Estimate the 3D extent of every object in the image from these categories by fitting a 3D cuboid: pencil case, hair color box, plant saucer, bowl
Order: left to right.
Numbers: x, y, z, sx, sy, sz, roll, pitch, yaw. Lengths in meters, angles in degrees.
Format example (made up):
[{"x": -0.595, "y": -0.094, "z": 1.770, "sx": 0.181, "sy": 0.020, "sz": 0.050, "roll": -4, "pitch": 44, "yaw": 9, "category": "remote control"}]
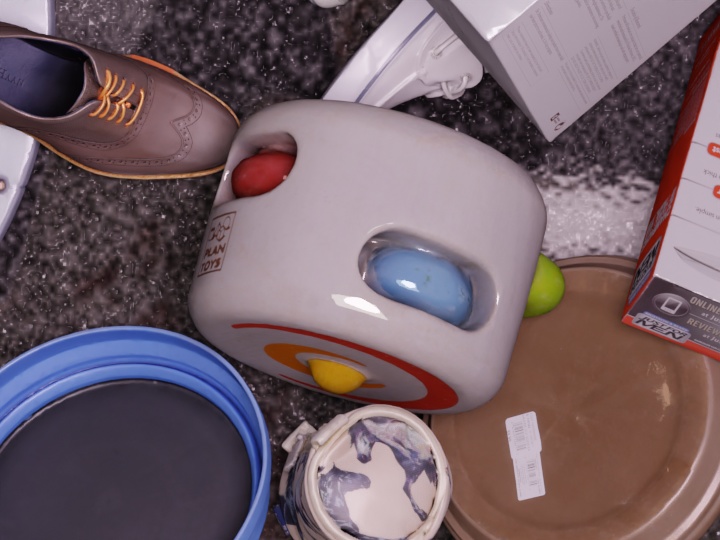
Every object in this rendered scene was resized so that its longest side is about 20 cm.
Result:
[{"x": -0.144, "y": 0.124, "z": 1.519, "sx": 0.199, "sy": 0.039, "sz": 0.202, "roll": -7, "pitch": 54, "yaw": 10, "category": "bowl"}, {"x": -0.002, "y": 0.120, "z": 1.492, "sx": 0.089, "sy": 0.200, "sz": 0.078, "roll": 37, "pitch": 80, "yaw": 0, "category": "pencil case"}, {"x": 0.123, "y": 0.083, "z": 1.534, "sx": 0.199, "sy": 0.029, "sz": 0.201, "roll": -8, "pitch": 69, "yaw": 22, "category": "plant saucer"}, {"x": 0.228, "y": -0.047, "z": 1.521, "sx": 0.110, "sy": 0.064, "sz": 0.201, "roll": 22, "pitch": 60, "yaw": -4, "category": "hair color box"}]

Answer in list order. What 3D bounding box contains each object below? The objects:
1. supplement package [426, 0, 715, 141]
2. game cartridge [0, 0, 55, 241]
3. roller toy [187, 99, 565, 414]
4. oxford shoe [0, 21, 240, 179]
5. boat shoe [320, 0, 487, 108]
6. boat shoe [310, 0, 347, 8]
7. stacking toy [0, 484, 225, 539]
[{"x": 0.115, "y": -0.205, "z": 1.409, "sx": 0.200, "sy": 0.191, "sz": 0.147, "roll": -40, "pitch": 72, "yaw": 2, "category": "supplement package"}, {"x": -0.244, "y": -0.115, "z": 1.557, "sx": 0.132, "sy": 0.041, "sz": 0.201, "roll": 9, "pitch": 94, "yaw": 1, "category": "game cartridge"}, {"x": 0.000, "y": 0.000, "z": 1.489, "sx": 0.199, "sy": 0.182, "sz": 0.141, "roll": 11, "pitch": 74, "yaw": 19, "category": "roller toy"}, {"x": -0.149, "y": -0.092, "z": 1.520, "sx": 0.199, "sy": 0.073, "sz": 0.072, "roll": 14, "pitch": 90, "yaw": -28, "category": "oxford shoe"}, {"x": 0.049, "y": -0.132, "z": 1.548, "sx": 0.065, "sy": 0.074, "sz": 0.200, "roll": 43, "pitch": 92, "yaw": 0, "category": "boat shoe"}, {"x": -0.057, "y": -0.244, "z": 1.547, "sx": 0.071, "sy": 0.070, "sz": 0.202, "roll": -13, "pitch": 96, "yaw": 18, "category": "boat shoe"}, {"x": -0.170, "y": 0.172, "z": 1.560, "sx": 0.199, "sy": 0.085, "sz": 0.086, "roll": -7, "pitch": 94, "yaw": 3, "category": "stacking toy"}]
